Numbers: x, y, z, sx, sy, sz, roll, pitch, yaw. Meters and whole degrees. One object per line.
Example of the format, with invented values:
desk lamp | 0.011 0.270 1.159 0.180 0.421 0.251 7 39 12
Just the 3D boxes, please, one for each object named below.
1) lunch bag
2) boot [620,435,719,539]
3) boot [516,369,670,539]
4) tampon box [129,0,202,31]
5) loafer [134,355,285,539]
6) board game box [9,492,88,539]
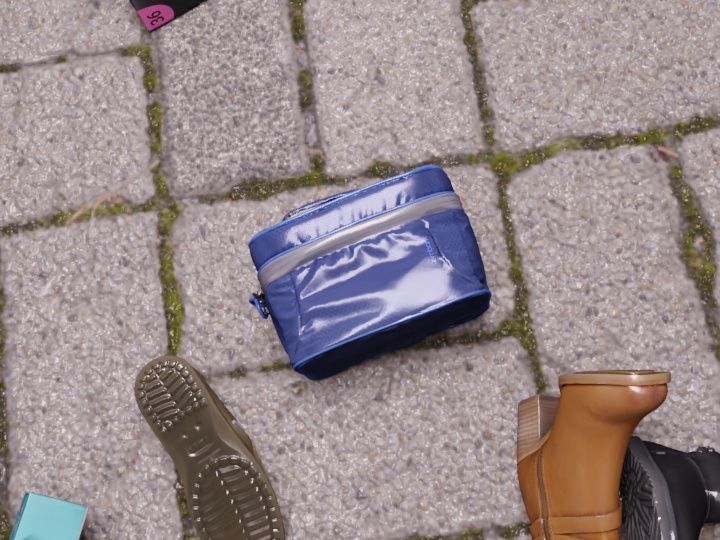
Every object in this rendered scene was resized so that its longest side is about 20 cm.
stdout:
lunch bag | 0.000 0.000 0.709 0.197 0.136 0.134 -20 76 0
boot | 0.306 0.185 0.640 0.197 0.165 0.067 8 110 5
boot | 0.180 0.161 0.631 0.072 0.200 0.157 2 69 -11
tampon box | -0.165 -0.358 0.795 0.198 0.150 0.127 -32 76 -4
loafer | -0.122 0.161 0.718 0.075 0.067 0.202 -25 92 1
board game box | -0.266 0.276 0.642 0.046 0.151 0.203 19 70 -17
